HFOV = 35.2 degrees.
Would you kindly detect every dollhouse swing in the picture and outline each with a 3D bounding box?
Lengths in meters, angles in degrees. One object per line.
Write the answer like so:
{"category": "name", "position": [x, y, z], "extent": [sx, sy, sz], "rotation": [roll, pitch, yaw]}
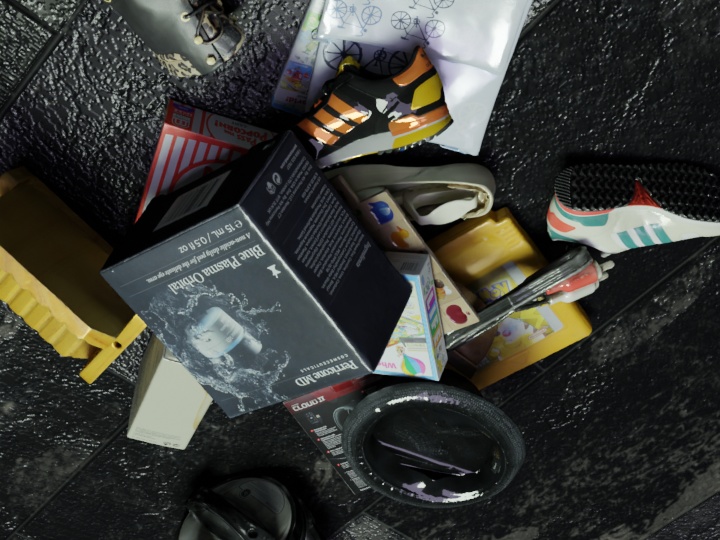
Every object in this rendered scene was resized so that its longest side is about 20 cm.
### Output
{"category": "dollhouse swing", "position": [-0.320, 0.028, 1.106], "extent": [0.200, 0.176, 0.182], "rotation": [43, 118, -9]}

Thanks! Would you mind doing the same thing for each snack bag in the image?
{"category": "snack bag", "position": [0.048, -0.202, 1.039], "extent": [0.186, 0.022, 0.201], "rotation": [10, 128, -10]}

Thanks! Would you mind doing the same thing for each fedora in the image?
{"category": "fedora", "position": [0.077, 0.165, 1.214], "extent": [0.198, 0.092, 0.202], "rotation": [1, 128, 2]}

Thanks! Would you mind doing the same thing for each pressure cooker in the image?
{"category": "pressure cooker", "position": [-0.135, 0.356, 1.408], "extent": [0.174, 0.180, 0.201], "rotation": [-12, 129, 12]}

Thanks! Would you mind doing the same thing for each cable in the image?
{"category": "cable", "position": [0.172, 0.036, 1.158], "extent": [0.199, 0.051, 0.097], "rotation": [-32, 173, -14]}

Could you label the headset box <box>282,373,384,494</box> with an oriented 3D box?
{"category": "headset box", "position": [0.012, 0.152, 1.311], "extent": [0.147, 0.078, 0.201], "rotation": [-23, 125, 16]}

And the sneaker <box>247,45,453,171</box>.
{"category": "sneaker", "position": [-0.018, -0.147, 1.039], "extent": [0.198, 0.070, 0.091], "rotation": [-13, 107, 15]}

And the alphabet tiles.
{"category": "alphabet tiles", "position": [0.000, 0.000, 1.130], "extent": [0.166, 0.008, 0.201], "rotation": [-22, 115, 36]}

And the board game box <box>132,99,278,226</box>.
{"category": "board game box", "position": [-0.149, -0.060, 1.156], "extent": [0.150, 0.047, 0.201], "rotation": [15, 127, -13]}

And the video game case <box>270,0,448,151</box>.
{"category": "video game case", "position": [0.015, -0.215, 1.054], "extent": [0.142, 0.018, 0.201], "rotation": [17, 126, -15]}

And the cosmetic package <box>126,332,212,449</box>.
{"category": "cosmetic package", "position": [-0.191, 0.102, 1.216], "extent": [0.070, 0.106, 0.200], "rotation": [15, 146, -15]}

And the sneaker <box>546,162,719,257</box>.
{"category": "sneaker", "position": [0.285, -0.056, 1.165], "extent": [0.197, 0.071, 0.094], "rotation": [3, 148, -7]}

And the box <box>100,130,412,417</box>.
{"category": "box", "position": [-0.094, 0.010, 1.046], "extent": [0.195, 0.118, 0.201], "rotation": [-21, 118, 38]}

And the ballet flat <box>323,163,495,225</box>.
{"category": "ballet flat", "position": [0.039, -0.070, 1.128], "extent": [0.197, 0.070, 0.070], "rotation": [-7, 129, -3]}

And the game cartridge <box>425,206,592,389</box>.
{"category": "game cartridge", "position": [0.133, 0.038, 1.250], "extent": [0.175, 0.033, 0.200], "rotation": [-30, 124, 21]}

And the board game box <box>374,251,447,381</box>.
{"category": "board game box", "position": [-0.019, 0.040, 1.140], "extent": [0.198, 0.034, 0.136], "rotation": [5, 130, 22]}

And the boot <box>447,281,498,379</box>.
{"category": "boot", "position": [0.062, 0.028, 1.200], "extent": [0.199, 0.074, 0.076], "rotation": [37, 90, -19]}

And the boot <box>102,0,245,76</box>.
{"category": "boot", "position": [-0.152, -0.244, 0.962], "extent": [0.198, 0.074, 0.151], "rotation": [-8, 137, 40]}
